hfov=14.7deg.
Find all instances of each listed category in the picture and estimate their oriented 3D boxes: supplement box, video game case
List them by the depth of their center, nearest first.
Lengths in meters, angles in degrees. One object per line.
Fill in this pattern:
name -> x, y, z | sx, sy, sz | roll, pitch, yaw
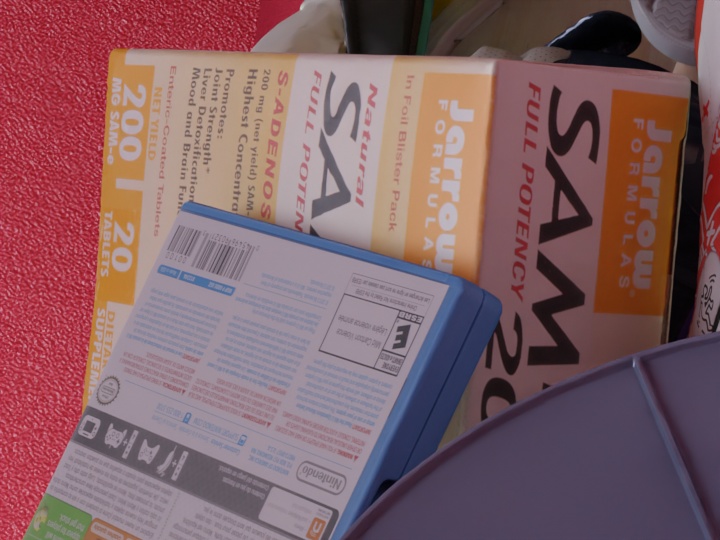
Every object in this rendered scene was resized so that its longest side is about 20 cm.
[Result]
video game case -> -0.049, 0.083, 0.733 | 0.143, 0.018, 0.200 | 16, 79, 55
supplement box -> 0.000, 0.000, 0.813 | 0.200, 0.073, 0.126 | 6, 92, 54

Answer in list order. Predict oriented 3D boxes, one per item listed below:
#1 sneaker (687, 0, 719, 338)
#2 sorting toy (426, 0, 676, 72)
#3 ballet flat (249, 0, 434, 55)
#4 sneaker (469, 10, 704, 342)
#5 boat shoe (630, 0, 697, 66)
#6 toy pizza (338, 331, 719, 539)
sneaker -> 0.124, -0.016, 0.723 | 0.108, 0.067, 0.202 | -152, 70, -82
sorting toy -> 0.071, -0.043, 1.105 | 0.180, 0.107, 0.200 | -6, -64, -75
ballet flat -> -0.010, -0.042, 0.974 | 0.068, 0.068, 0.200 | 131, 144, -64
sneaker -> 0.053, -0.007, 0.936 | 0.200, 0.146, 0.081 | 113, 167, -58
boat shoe -> 0.134, -0.147, 0.896 | 0.071, 0.072, 0.200 | 97, -168, -71
toy pizza -> 0.076, 0.075, 0.531 | 0.200, 0.200, 0.032 | -90, -16, -60
